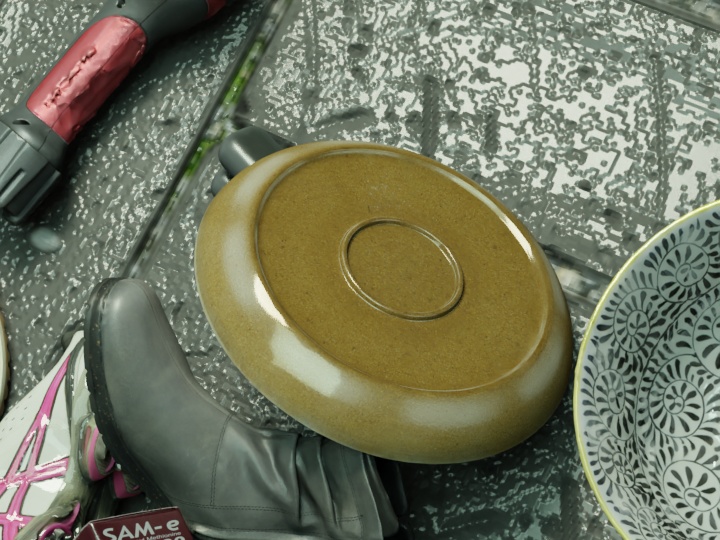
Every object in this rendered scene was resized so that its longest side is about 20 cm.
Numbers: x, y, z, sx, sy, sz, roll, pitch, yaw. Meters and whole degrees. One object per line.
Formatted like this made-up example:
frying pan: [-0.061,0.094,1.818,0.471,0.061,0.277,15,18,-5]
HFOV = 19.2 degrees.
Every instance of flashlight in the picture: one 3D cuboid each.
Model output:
flashlight: [-0.141,-0.115,1.171,0.068,0.068,0.200,35,81,27]

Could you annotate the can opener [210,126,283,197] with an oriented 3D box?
can opener: [0.000,0.000,1.112,0.066,0.053,0.200,-31,63,-36]

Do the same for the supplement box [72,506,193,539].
supplement box: [-0.092,0.225,0.987,0.109,0.061,0.201,-43,65,36]

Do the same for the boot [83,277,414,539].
boot: [-0.046,0.085,1.027,0.131,0.070,0.201,-11,112,25]

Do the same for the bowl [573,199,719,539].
bowl: [0.204,0.072,1.003,0.199,0.094,0.203,-5,69,13]

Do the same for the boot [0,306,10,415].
boot: [-0.243,0.077,1.109,0.074,0.107,0.202,5,70,17]

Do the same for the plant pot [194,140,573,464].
plant pot: [0.017,0.005,1.046,0.198,0.028,0.201,13,45,-13]

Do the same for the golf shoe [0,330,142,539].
golf shoe: [-0.166,0.122,1.098,0.092,0.073,0.201,20,70,39]
